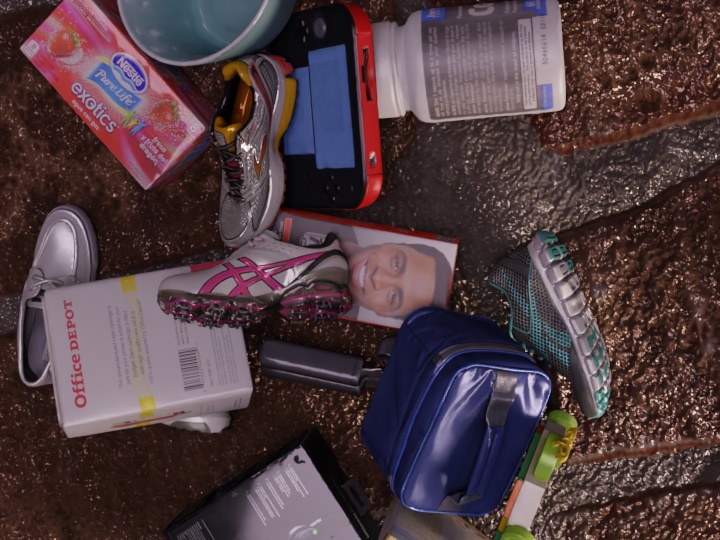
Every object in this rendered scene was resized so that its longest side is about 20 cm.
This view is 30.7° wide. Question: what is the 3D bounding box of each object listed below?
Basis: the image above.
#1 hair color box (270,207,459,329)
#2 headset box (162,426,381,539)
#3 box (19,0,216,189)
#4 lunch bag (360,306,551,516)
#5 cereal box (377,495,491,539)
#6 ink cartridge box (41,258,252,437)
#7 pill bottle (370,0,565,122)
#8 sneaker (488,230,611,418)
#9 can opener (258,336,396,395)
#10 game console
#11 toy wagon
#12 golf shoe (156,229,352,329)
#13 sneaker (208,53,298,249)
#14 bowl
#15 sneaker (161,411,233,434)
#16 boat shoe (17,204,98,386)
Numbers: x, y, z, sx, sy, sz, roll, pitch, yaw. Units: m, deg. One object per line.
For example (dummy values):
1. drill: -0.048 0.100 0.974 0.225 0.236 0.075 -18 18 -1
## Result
1. hair color box: 0.000 0.000 1.393 0.197 0.061 0.103 10 97 6
2. headset box: -0.080 0.293 1.421 0.199 0.093 0.175 -34 91 10
3. box: -0.245 -0.192 1.383 0.095 0.103 0.200 -42 89 12
4. lunch bag: 0.094 0.155 1.332 0.134 0.132 0.202 9 112 -28
5. cereal box: 0.086 0.295 1.346 0.143 0.200 0.040 37 101 2
6. ink cartridge box: -0.223 0.082 1.372 0.197 0.084 0.147 -9 75 -11
7. pill bottle: 0.105 -0.210 1.328 0.197 0.114 0.116 -4 96 7
8. sneaker: 0.199 0.064 1.379 0.090 0.077 0.202 -22 90 24
9. can opener: -0.009 0.096 1.420 0.197 0.054 0.068 11 66 6
10. game console: -0.041 -0.164 1.339 0.031 0.176 0.203 -8 97 -36
11. toy wagon: 0.176 0.214 1.320 0.039 0.156 0.201 21 144 10
12. golf shoe: -0.109 0.008 1.333 0.197 0.073 0.093 -3 69 -13
13. sneaker: -0.125 -0.123 1.350 0.077 0.082 0.203 13 100 38
14. bowl: -0.141 -0.298 1.338 0.198 0.105 0.204 -3 85 28
15. sneaker: -0.229 0.120 1.441 0.197 0.077 0.090 11 85 0
16. boat shoe: -0.335 0.030 1.438 0.072 0.065 0.203 7 98 7
